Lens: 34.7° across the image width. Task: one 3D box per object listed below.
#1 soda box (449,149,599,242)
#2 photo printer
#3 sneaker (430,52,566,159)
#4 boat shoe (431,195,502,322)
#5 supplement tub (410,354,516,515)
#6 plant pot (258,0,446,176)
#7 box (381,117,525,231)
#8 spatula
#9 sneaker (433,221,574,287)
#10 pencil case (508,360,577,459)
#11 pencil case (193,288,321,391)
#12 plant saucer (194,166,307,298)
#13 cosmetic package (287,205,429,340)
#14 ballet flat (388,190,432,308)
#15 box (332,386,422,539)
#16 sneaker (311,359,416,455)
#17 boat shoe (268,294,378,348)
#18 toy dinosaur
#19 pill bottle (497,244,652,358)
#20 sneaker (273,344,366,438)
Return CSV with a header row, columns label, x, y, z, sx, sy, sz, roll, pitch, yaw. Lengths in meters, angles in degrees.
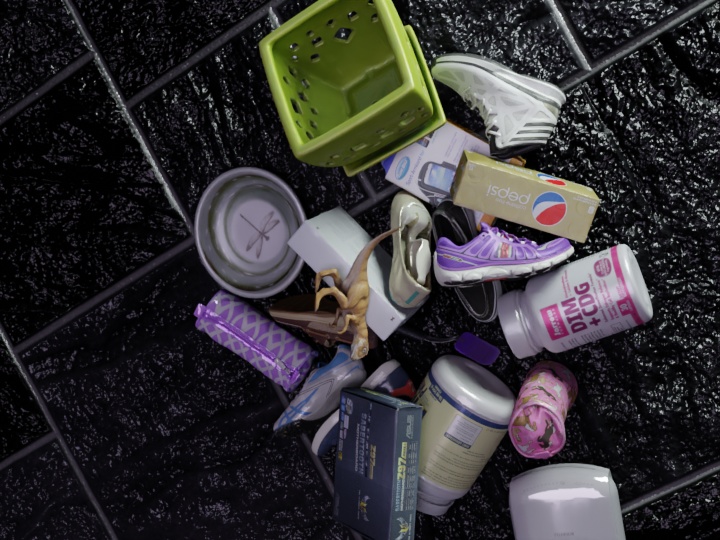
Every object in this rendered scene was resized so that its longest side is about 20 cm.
label,x,y,z,sx,sy,sz,roll,pitch,yaw
soda box,0.228,-0.105,1.617,0.197,0.064,0.069,16,109,-6
photo printer,0.309,0.387,1.709,0.164,0.069,0.203,-8,97,18
sneaker,0.179,-0.227,1.620,0.198,0.076,0.117,20,80,11
boat shoe,0.148,-0.006,1.674,0.070,0.064,0.202,-10,113,33
supplement tub,0.127,0.243,1.701,0.144,0.145,0.202,33,107,9
plant pot,0.000,-0.257,1.613,0.198,0.181,0.202,-27,67,19
box,0.129,-0.153,1.688,0.198,0.041,0.120,31,107,13
spatula,0.112,0.101,1.736,0.197,0.057,0.021,14,121,21
sneaker,0.199,-0.028,1.598,0.196,0.081,0.085,-6,84,-5
pencil case,0.258,0.195,1.622,0.086,0.200,0.083,36,109,6
pencil case,-0.163,0.111,1.800,0.198,0.085,0.085,32,111,11
plant saucer,-0.162,-0.061,1.784,0.197,0.050,0.204,4,101,21
cosmetic package,0.000,0.000,1.695,0.200,0.151,0.052,45,109,6
ballet flat,0.079,-0.042,1.657,0.068,0.070,0.203,-10,57,18
box,0.022,0.281,1.666,0.157,0.050,0.204,11,98,57
sneaker,0.009,0.232,1.773,0.085,0.075,0.200,46,109,9
boat shoe,-0.055,0.084,1.757,0.197,0.072,0.073,4,114,33
toy dinosaur,-0.010,0.022,1.602,0.104,0.061,0.203,5,109,-7
pill bottle,0.301,0.049,1.629,0.198,0.113,0.115,-22,93,20
sneaker,-0.067,0.193,1.802,0.200,0.071,0.073,-44,53,25
